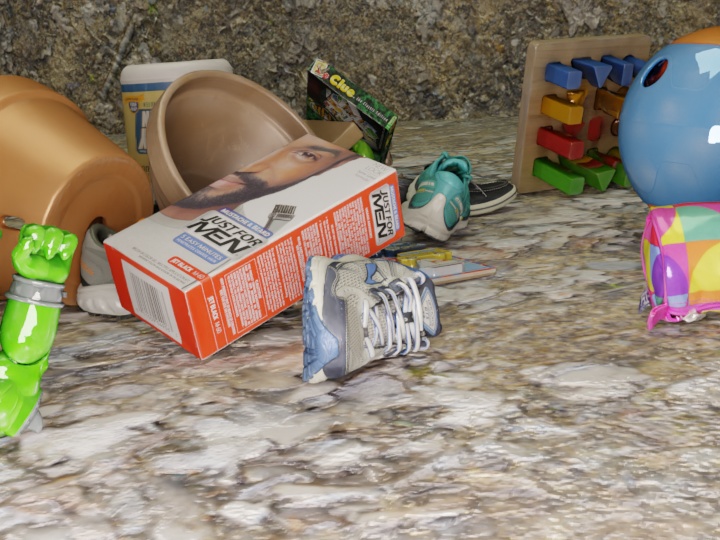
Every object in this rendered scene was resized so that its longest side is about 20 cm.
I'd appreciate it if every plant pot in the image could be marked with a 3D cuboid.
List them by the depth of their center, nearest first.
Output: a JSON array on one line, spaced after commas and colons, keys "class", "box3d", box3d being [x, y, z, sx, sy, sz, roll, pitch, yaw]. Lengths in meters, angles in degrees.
[{"class": "plant pot", "box3d": [-0.278, -0.057, 1.071, 0.139, 0.202, 0.200, 21, 22, 29]}, {"class": "plant pot", "box3d": [-0.122, -0.077, 1.123, 0.200, 0.202, 0.093, -16, -19, -49]}]

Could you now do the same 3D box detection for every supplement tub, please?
[{"class": "supplement tub", "box3d": [-0.227, -0.165, 1.554, 0.143, 0.202, 0.145, -4, 10, 1]}]

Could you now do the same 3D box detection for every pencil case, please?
[{"class": "pencil case", "box3d": [0.293, -0.006, 0.853, 0.198, 0.089, 0.088, -5, 10, 2]}]

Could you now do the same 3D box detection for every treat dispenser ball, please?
[{"class": "treat dispenser ball", "box3d": [0.350, -0.133, 1.170, 0.199, 0.203, 0.201, -4, 10, 1]}]

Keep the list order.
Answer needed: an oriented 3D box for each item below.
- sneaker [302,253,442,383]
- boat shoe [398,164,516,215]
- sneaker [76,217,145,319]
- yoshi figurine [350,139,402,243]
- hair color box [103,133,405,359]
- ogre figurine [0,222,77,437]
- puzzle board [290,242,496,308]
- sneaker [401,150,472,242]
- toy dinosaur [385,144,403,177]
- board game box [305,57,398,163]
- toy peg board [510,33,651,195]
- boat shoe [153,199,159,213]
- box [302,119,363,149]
[{"class": "sneaker", "box3d": [0.011, 0.024, 0.808, 0.084, 0.078, 0.200, 2, 12, 9]}, {"class": "boat shoe", "box3d": [0.101, -0.096, 1.453, 0.198, 0.063, 0.074, -7, 9, -24]}, {"class": "sneaker", "box3d": [-0.147, -0.002, 0.987, 0.198, 0.080, 0.074, 2, 10, 21]}, {"class": "yoshi figurine", "box3d": [-0.016, -0.080, 1.293, 0.111, 0.113, 0.200, -9, 7, 8]}, {"class": "hair color box", "box3d": [-0.076, -0.025, 0.911, 0.199, 0.064, 0.111, -31, 38, -32]}, {"class": "ogre figurine", "box3d": [-0.255, 0.043, 0.667, 0.199, 0.121, 0.098, -11, 8, -40]}, {"class": "puzzle board", "box3d": [0.000, 0.000, 1.094, 0.198, 0.018, 0.150, -10, 12, -26]}, {"class": "sneaker", "box3d": [0.096, -0.088, 1.315, 0.077, 0.080, 0.200, 29, 17, -1]}, {"class": "toy dinosaur", "box3d": [-0.018, -0.109, 1.535, 0.134, 0.086, 0.200, -13, 26, 8]}, {"class": "board game box", "box3d": [-0.013, -0.161, 1.317, 0.104, 0.024, 0.200, 34, -10, 2]}, {"class": "toy peg board", "box3d": [0.314, -0.195, 1.589, 0.199, 0.201, 0.098, -10, 27, -30]}, {"class": "boat shoe", "box3d": [-0.176, -0.053, 1.190, 0.068, 0.057, 0.200, 3, 32, 43]}, {"class": "box", "box3d": [-0.103, -0.091, 1.310, 0.200, 0.021, 0.163, -43, 22, -14]}]
